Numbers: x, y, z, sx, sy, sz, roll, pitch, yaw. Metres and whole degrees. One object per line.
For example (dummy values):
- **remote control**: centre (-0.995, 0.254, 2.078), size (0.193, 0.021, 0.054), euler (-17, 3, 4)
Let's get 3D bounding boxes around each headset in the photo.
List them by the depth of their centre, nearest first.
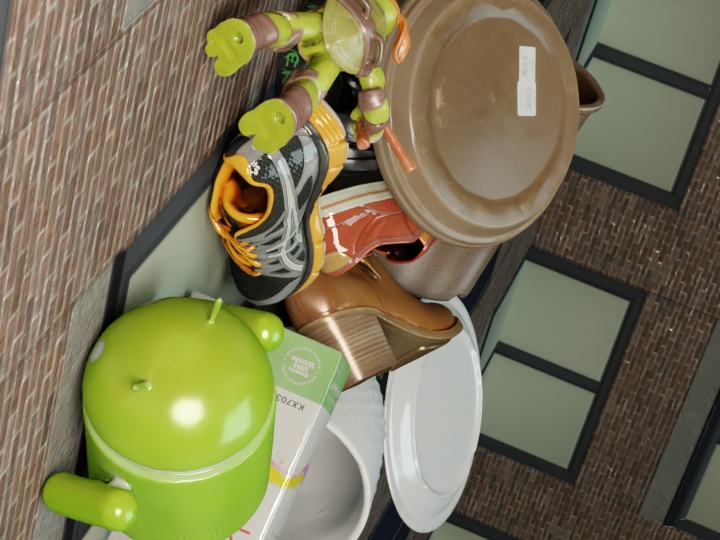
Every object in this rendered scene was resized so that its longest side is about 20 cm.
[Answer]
- **headset**: centre (0.014, -0.119, 1.429), size (0.200, 0.094, 0.124), euler (34, 73, -58)

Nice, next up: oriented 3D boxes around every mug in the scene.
- **mug**: centre (-0.061, 0.144, 1.555), size (0.176, 0.147, 0.201), euler (-72, -177, -63)

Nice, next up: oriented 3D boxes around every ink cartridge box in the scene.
- **ink cartridge box**: centre (-0.099, 0.131, 1.376), size (0.067, 0.117, 0.201), euler (71, 41, -78)

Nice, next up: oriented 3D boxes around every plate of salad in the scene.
- **plate of salad**: centre (0.053, 0.115, 1.671), size (0.200, 0.048, 0.201), euler (-11, 103, -63)

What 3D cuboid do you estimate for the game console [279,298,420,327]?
- **game console**: centre (0.005, 0.029, 1.771), size (0.200, 0.172, 0.119), euler (-56, 138, -55)

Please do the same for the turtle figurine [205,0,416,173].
- **turtle figurine**: centre (-0.016, -0.131, 1.231), size (0.161, 0.064, 0.201), euler (-38, 120, -47)

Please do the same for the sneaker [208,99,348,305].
- **sneaker**: centre (-0.068, -0.040, 1.347), size (0.077, 0.078, 0.200), euler (-34, 155, -31)

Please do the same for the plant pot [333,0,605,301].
- **plant pot**: centre (0.062, -0.097, 1.617), size (0.199, 0.200, 0.200), euler (-63, 173, 22)

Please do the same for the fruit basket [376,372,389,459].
- **fruit basket**: centre (-0.033, 0.121, 1.747), size (0.185, 0.094, 0.200), euler (-36, -156, 34)

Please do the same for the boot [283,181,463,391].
- **boot**: centre (0.000, 0.000, 1.514), size (0.073, 0.155, 0.200), euler (-28, 175, 22)

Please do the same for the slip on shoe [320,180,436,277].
- **slip on shoe**: centre (0.032, -0.036, 1.460), size (0.200, 0.074, 0.061), euler (-15, 87, -46)

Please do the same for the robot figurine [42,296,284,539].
- **robot figurine**: centre (-0.110, 0.095, 1.233), size (0.176, 0.115, 0.200), euler (-49, 162, -29)

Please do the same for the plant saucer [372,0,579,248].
- **plant saucer**: centre (0.089, -0.116, 1.441), size (0.199, 0.029, 0.201), euler (-2, 93, -40)
